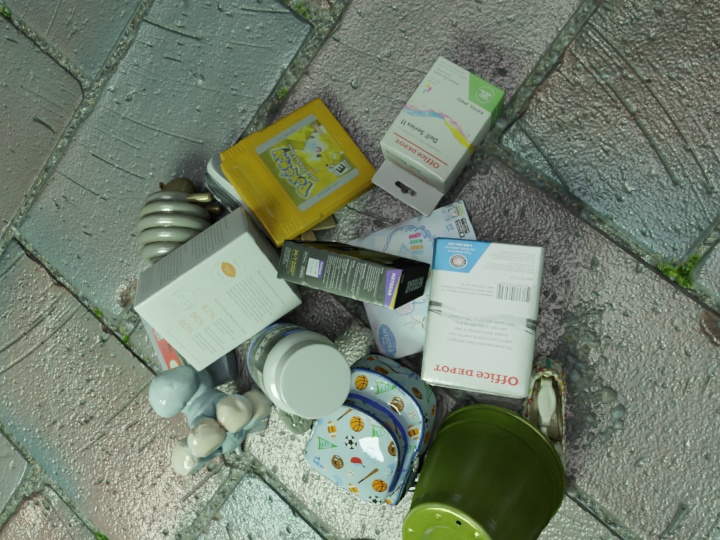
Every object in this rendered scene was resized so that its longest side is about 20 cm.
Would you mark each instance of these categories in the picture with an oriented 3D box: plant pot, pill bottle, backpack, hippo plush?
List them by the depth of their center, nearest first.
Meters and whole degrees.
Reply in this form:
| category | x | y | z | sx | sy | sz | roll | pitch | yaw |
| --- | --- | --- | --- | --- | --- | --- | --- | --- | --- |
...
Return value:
| category | x | y | z | sx | sy | sz | roll | pitch | yaw |
| --- | --- | --- | --- | --- | --- | --- | --- | --- | --- |
| plant pot | 0.151 | 0.314 | 0.717 | 0.199 | 0.193 | 0.202 | 9 | 108 | 30 |
| pill bottle | -0.090 | 0.138 | 0.760 | 0.113 | 0.200 | 0.115 | 0 | 90 | -21 |
| backpack | 0.016 | 0.229 | 0.797 | 0.199 | 0.154 | 0.192 | 23 | 101 | 13 |
| hippo plush | -0.240 | 0.205 | 0.859 | 0.159 | 0.200 | 0.161 | -45 | 73 | 11 |

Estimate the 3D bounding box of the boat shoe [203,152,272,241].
| category | x | y | z | sx | sy | sz | roll | pitch | yaw |
| --- | --- | --- | --- | --- | --- | --- | --- | --- | --- |
| boat shoe | -0.185 | -0.105 | 0.902 | 0.200 | 0.072 | 0.068 | 42 | 135 | -3 |

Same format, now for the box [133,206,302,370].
| category | x | y | z | sx | sy | sz | roll | pitch | yaw |
| --- | --- | --- | --- | --- | --- | --- | --- | --- | --- |
| box | -0.218 | 0.028 | 0.836 | 0.199 | 0.106 | 0.153 | -33 | 122 | 0 |

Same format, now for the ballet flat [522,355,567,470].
| category | x | y | z | sx | sy | sz | roll | pitch | yaw |
| --- | --- | --- | --- | --- | --- | --- | --- | --- | --- |
| ballet flat | 0.265 | 0.227 | 0.780 | 0.075 | 0.064 | 0.202 | -3 | 91 | 15 |

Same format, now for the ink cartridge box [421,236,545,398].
| category | x | y | z | sx | sy | sz | roll | pitch | yaw |
| --- | --- | --- | --- | --- | --- | --- | --- | --- | --- |
| ink cartridge box | 0.170 | 0.059 | 0.749 | 0.145 | 0.086 | 0.202 | 6 | 95 | 15 |

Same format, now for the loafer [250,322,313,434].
| category | x | y | z | sx | sy | sz | roll | pitch | yaw |
| --- | --- | --- | --- | --- | --- | --- | --- | --- | --- |
| loafer | -0.129 | 0.174 | 0.892 | 0.070 | 0.070 | 0.201 | -20 | 99 | -19 |

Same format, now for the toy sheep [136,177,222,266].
| category | x | y | z | sx | sy | sz | roll | pitch | yaw |
| --- | --- | --- | --- | --- | --- | --- | --- | --- | --- |
| toy sheep | -0.308 | -0.062 | 0.903 | 0.137 | 0.138 | 0.201 | -6 | 71 | 15 |

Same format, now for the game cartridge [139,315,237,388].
| category | x | y | z | sx | sy | sz | roll | pitch | yaw |
| --- | --- | --- | --- | --- | --- | --- | --- | --- | --- |
| game cartridge | -0.302 | 0.120 | 0.952 | 0.133 | 0.041 | 0.201 | -29 | 83 | 10 |

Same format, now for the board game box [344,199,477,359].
| category | x | y | z | sx | sy | sz | roll | pitch | yaw |
| --- | --- | --- | --- | --- | --- | --- | --- | --- | --- |
| board game box | 0.098 | 0.019 | 0.834 | 0.198 | 0.043 | 0.201 | -19 | 86 | 14 |

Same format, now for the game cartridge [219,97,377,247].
| category | x | y | z | sx | sy | sz | roll | pitch | yaw |
| --- | --- | --- | --- | --- | --- | --- | --- | --- | --- |
| game cartridge | -0.097 | -0.159 | 0.846 | 0.199 | 0.032 | 0.177 | -35 | 81 | -17 |

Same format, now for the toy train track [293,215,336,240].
| category | x | y | z | sx | sy | sz | roll | pitch | yaw |
| --- | --- | --- | --- | --- | --- | --- | --- | --- | --- |
| toy train track | -0.113 | -0.104 | 0.885 | 0.033 | 0.114 | 0.201 | -46 | 61 | 53 |

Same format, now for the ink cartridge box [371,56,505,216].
| category | x | y | z | sx | sy | sz | roll | pitch | yaw |
| --- | --- | --- | --- | --- | --- | --- | --- | --- | --- |
| ink cartridge box | 0.109 | -0.196 | 0.794 | 0.117 | 0.067 | 0.201 | 33 | 86 | 12 |

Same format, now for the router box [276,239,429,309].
| category | x | y | z | sx | sy | sz | roll | pitch | yaw |
| --- | --- | --- | --- | --- | --- | --- | --- | --- | --- |
| router box | 0.000 | 0.000 | 0.735 | 0.156 | 0.200 | 0.053 | 14 | 96 | 15 |
